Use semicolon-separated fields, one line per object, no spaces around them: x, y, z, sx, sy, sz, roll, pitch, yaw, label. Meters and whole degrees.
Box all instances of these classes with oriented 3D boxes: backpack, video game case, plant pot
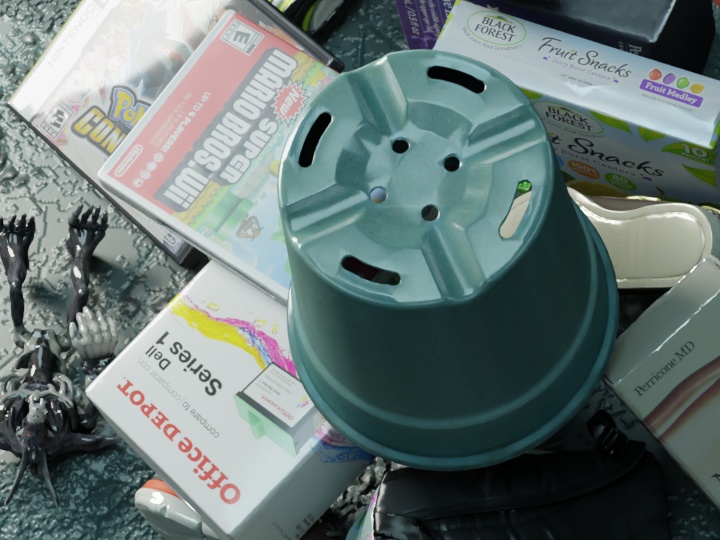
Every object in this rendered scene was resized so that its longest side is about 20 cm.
0.089;0.184;1.434;0.198;0.127;0.168;0;54;-18;backpack
-0.048;-0.063;1.469;0.199;0.017;0.143;32;76;23;video game case
-0.135;-0.132;1.677;0.200;0.025;0.181;41;97;26;video game case
0.040;-0.014;1.314;0.198;0.196;0.202;-3;68;8;plant pot

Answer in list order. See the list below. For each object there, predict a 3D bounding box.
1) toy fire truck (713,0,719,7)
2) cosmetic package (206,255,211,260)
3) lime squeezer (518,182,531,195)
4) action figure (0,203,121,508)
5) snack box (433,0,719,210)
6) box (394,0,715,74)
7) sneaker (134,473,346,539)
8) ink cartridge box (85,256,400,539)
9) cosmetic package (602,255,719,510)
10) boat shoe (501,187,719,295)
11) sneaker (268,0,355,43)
0.278;-0.151;1.520;0.128;0.177;0.200;24;57;41;toy fire truck
0.000;0.000;1.582;0.199;0.087;0.104;31;77;23;cosmetic package
0.019;-0.089;1.621;0.199;0.071;0.038;29;84;-1;lime squeezer
-0.219;0.053;1.597;0.118;0.102;0.202;0;63;-1;action figure
0.154;-0.099;1.566;0.199;0.142;0.053;20;70;20;snack box
0.133;-0.186;1.609;0.199;0.148;0.105;18;69;20;box
-0.049;0.160;1.526;0.199;0.077;0.082;23;64;20;sneaker
-0.049;0.063;1.472;0.200;0.084;0.145;-46;65;-7;ink cartridge box
0.245;0.101;1.416;0.103;0.087;0.200;-43;97;4;cosmetic package
0.172;-0.016;1.543;0.199;0.059;0.073;2;86;50;boat shoe
-0.016;-0.251;1.716;0.081;0.074;0.200;38;76;28;sneaker
